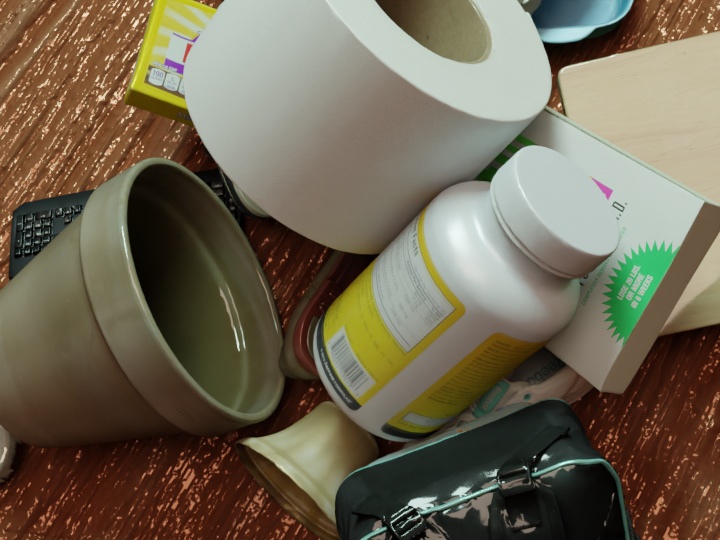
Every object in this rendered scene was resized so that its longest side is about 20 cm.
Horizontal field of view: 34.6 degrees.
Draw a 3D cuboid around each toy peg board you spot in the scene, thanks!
[{"bbox_3d":[0.260,-0.063,0.843,0.199,0.098,0.200,-12,83,7],"label":"toy peg board"}]

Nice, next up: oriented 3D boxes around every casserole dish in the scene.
[{"bbox_3d":[0.165,-0.266,0.955,0.121,0.039,0.201,-1,70,10],"label":"casserole dish"}]

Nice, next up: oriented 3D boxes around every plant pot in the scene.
[{"bbox_3d":[-0.176,0.046,0.835,0.173,0.200,0.200,-25,66,18],"label":"plant pot"}]

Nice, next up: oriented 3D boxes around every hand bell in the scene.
[{"bbox_3d":[0.016,0.090,0.833,0.104,0.104,0.200,37,69,21],"label":"hand bell"}]

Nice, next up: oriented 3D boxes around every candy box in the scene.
[{"bbox_3d":[-0.075,-0.142,0.900,0.200,0.026,0.102,18,57,-16],"label":"candy box"}]

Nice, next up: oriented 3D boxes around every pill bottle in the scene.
[{"bbox_3d":[0.065,0.015,0.726,0.200,0.112,0.112,-45,60,38],"label":"pill bottle"}]

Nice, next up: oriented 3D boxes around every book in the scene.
[{"bbox_3d":[0.132,-0.027,0.773,0.200,0.048,0.134,40,110,44],"label":"book"}]

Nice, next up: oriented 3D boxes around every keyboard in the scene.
[{"bbox_3d":[-0.192,-0.030,0.932,0.199,0.040,0.104,-10,67,8],"label":"keyboard"}]

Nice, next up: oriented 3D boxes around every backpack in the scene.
[{"bbox_3d":[0.089,0.195,0.723,0.175,0.153,0.200,-23,104,0],"label":"backpack"}]

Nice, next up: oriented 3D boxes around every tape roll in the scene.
[{"bbox_3d":[0.004,-0.130,0.751,0.139,0.202,0.203,-45,61,36],"label":"tape roll"}]

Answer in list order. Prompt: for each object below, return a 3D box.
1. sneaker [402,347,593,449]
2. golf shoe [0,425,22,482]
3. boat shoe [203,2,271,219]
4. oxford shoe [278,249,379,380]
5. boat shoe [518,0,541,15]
[{"bbox_3d":[0.089,0.100,0.802,0.200,0.089,0.075,-45,69,-7],"label":"sneaker"},{"bbox_3d":[-0.363,0.131,0.873,0.199,0.097,0.078,0,68,9],"label":"golf shoe"},{"bbox_3d":[-0.101,-0.121,0.939,0.066,0.074,0.200,-36,61,43],"label":"boat shoe"},{"bbox_3d":[0.000,0.000,0.869,0.070,0.075,0.200,47,60,-12],"label":"oxford shoe"},{"bbox_3d":[0.114,-0.231,0.892,0.070,0.072,0.201,40,81,22],"label":"boat shoe"}]
